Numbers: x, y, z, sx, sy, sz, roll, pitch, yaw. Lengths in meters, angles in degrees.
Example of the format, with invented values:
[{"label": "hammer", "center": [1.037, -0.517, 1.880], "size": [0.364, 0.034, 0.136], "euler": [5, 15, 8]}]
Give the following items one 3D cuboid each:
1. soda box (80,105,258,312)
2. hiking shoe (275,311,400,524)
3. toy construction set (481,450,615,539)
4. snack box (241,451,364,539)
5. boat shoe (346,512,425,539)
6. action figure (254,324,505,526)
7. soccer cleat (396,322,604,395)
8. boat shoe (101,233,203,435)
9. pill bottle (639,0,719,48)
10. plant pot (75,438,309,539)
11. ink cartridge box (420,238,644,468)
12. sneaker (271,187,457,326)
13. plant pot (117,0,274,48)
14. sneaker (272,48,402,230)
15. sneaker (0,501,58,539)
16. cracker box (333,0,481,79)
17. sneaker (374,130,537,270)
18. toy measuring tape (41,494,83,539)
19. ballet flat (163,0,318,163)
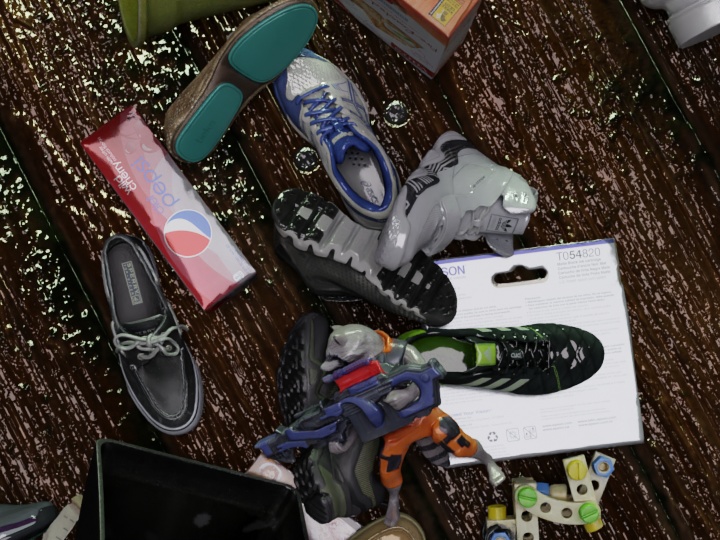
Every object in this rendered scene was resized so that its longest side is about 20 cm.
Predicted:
[{"label": "soda box", "center": [-0.181, -0.057, 1.545], "size": [0.063, 0.070, 0.200], "euler": [-37, 88, -3]}, {"label": "hiking shoe", "center": [-0.018, 0.138, 1.543], "size": [0.101, 0.076, 0.200], "euler": [-3, 79, -25]}, {"label": "toy construction set", "center": [0.182, 0.272, 1.523], "size": [0.131, 0.092, 0.200], "euler": [-4, 78, 0]}, {"label": "snack box", "center": [-0.036, 0.260, 1.547], "size": [0.200, 0.024, 0.072], "euler": [37, 87, 1]}, {"label": "boat shoe", "center": [-0.016, 0.307, 1.500], "size": [0.073, 0.063, 0.200], "euler": [43, 88, 2]}, {"label": "action figure", "center": [0.013, 0.133, 1.460], "size": [0.200, 0.105, 0.194], "euler": [-18, 112, 24]}, {"label": "soccer cleat", "center": [0.129, 0.081, 1.497], "size": [0.200, 0.081, 0.068], "euler": [0, 85, -1]}, {"label": "boat shoe", "center": [-0.199, 0.060, 1.535], "size": [0.074, 0.068, 0.199], "euler": [-13, 86, -3]}, {"label": "pill bottle", "center": [0.302, -0.322, 1.561], "size": [0.111, 0.111, 0.200], "euler": [-24, 87, -4]}, {"label": "plant pot", "center": [-0.167, 0.295, 1.438], "size": [0.199, 0.200, 0.177], "euler": [18, 116, -20]}, {"label": "ink cartridge box", "center": [0.161, 0.079, 1.559], "size": [0.199, 0.041, 0.200], "euler": [-6, 85, -2]}, {"label": "sneaker", "center": [0.000, 0.000, 1.540], "size": [0.200, 0.091, 0.066], "euler": [30, 57, 4]}, {"label": "plant pot", "center": [-0.135, -0.318, 1.521], "size": [0.184, 0.200, 0.201], "euler": [-8, 86, -14]}, {"label": "sneaker", "center": [-0.016, -0.133, 1.548], "size": [0.075, 0.088, 0.200], "euler": [-34, 86, -2]}, {"label": "sneaker", "center": [-0.387, 0.234, 1.516], "size": [0.200, 0.074, 0.088], "euler": [-18, 81, -2]}, {"label": "cracker box", "center": [0.038, -0.255, 1.502], "size": [0.134, 0.200, 0.058], "euler": [39, 87, 2]}, {"label": "sneaker", "center": [0.094, -0.050, 1.503], "size": [0.115, 0.200, 0.075], "euler": [27, 130, 6]}, {"label": "toy measuring tape", "center": [-0.297, 0.304, 1.512], "size": [0.074, 0.074, 0.200], "euler": [35, 86, 1]}, {"label": "ballet flat", "center": [-0.122, -0.193, 1.547], "size": [0.200, 0.065, 0.071], "euler": [-46, 129, 7]}]
